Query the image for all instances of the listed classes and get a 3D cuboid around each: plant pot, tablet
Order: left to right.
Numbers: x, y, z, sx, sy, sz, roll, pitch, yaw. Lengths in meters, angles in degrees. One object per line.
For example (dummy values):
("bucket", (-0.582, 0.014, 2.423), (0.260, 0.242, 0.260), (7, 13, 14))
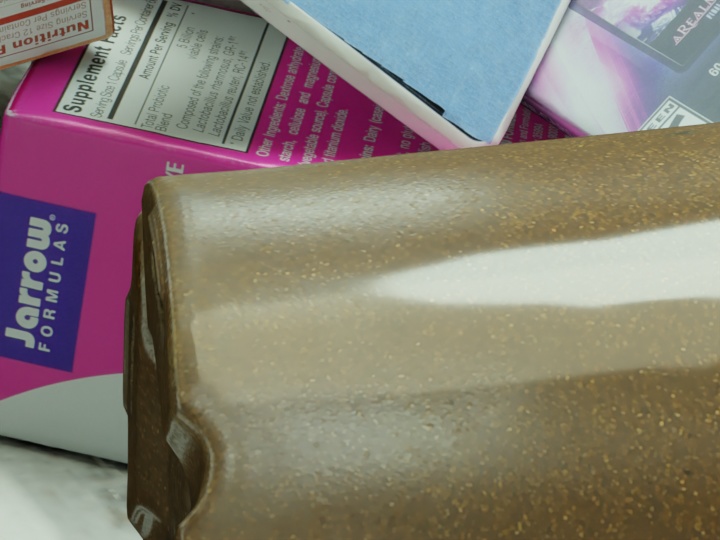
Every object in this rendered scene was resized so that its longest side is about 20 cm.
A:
("tablet", (0.026, -0.144, 0.764), (0.130, 0.201, 0.014), (36, -21, -24))
("plant pot", (0.050, 0.052, 0.635), (0.197, 0.201, 0.200), (0, 28, -9))

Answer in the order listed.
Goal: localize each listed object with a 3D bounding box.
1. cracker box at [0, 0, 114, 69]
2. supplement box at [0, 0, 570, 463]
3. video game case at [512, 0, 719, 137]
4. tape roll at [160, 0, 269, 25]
("cracker box", (-0.116, -0.164, 0.732), (0.057, 0.200, 0.134), (-18, 52, -16))
("supplement box", (0.000, 0.000, 0.805), (0.199, 0.102, 0.103), (12, 28, 2))
("video game case", (0.084, -0.104, 0.793), (0.200, 0.143, 0.019), (38, -5, 48))
("tape roll", (-0.030, -0.168, 0.861), (0.071, 0.203, 0.202), (36, 4, -43))
